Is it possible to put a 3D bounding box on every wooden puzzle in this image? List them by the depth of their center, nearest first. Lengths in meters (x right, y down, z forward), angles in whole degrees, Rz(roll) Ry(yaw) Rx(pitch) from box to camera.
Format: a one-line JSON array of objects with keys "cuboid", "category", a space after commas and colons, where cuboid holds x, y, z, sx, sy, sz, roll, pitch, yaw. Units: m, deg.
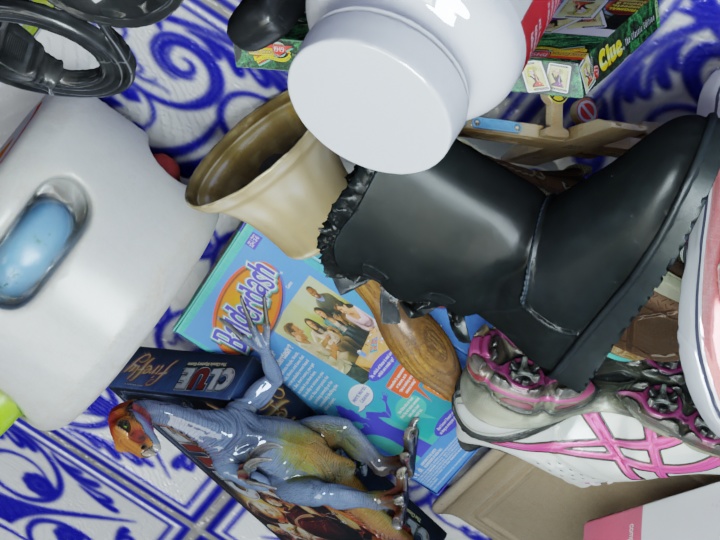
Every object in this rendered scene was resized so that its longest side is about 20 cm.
[{"cuboid": [0.168, 0.149, 1.857, 0.200, 0.037, 0.185, 29, 143, -10], "category": "wooden puzzle"}]

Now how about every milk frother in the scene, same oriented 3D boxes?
[{"cuboid": [-0.115, -0.198, 1.508, 0.199, 0.188, 0.181, -5, 131, 38], "category": "milk frother"}]

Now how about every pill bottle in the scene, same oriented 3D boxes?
[{"cuboid": [0.042, -0.145, 1.453, 0.112, 0.200, 0.112, 18, 143, 14], "category": "pill bottle"}]

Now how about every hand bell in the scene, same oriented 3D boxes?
[{"cuboid": [0.000, 0.000, 1.723, 0.104, 0.104, 0.200, -18, 119, 45], "category": "hand bell"}]

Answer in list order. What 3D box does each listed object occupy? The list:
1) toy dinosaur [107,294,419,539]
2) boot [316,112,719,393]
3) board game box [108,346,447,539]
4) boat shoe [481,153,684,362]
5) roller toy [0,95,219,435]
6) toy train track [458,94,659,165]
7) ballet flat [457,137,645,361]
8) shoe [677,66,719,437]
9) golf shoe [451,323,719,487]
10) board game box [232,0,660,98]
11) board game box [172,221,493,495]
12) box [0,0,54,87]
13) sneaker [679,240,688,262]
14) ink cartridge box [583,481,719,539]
[{"cuboid": [-0.060, 0.120, 1.803, 0.181, 0.105, 0.200, 5, 134, 6], "category": "toy dinosaur"}, {"cuboid": [0.078, -0.035, 1.507, 0.162, 0.073, 0.199, 29, 133, -1], "category": "boot"}, {"cuboid": [-0.054, 0.122, 1.928, 0.135, 0.035, 0.200, 2, 145, 51], "category": "board game box"}, {"cuboid": [0.101, -0.024, 1.619, 0.202, 0.075, 0.075, 30, 141, -18], "category": "boat shoe"}, {"cuboid": [-0.184, -0.013, 1.779, 0.140, 0.200, 0.182, 37, 132, -9], "category": "roller toy"}, {"cuboid": [0.076, -0.085, 1.579, 0.199, 0.033, 0.115, 6, 170, -27], "category": "toy train track"}, {"cuboid": [0.099, -0.027, 1.683, 0.200, 0.068, 0.072, 37, 123, -3], "category": "ballet flat"}, {"cuboid": [0.213, -0.004, 1.498, 0.091, 0.071, 0.201, 13, 105, 60], "category": "shoe"}, {"cuboid": [0.152, 0.088, 1.739, 0.199, 0.073, 0.092, 14, 134, -1], "category": "golf shoe"}, {"cuboid": [0.044, -0.125, 1.557, 0.199, 0.105, 0.024, 7, 120, 26], "category": "board game box"}, {"cuboid": [-0.001, 0.041, 1.832, 0.200, 0.045, 0.152, 32, 144, -4], "category": "board game box"}, {"cuboid": [-0.270, -0.175, 1.701, 0.199, 0.117, 0.060, 11, 140, 23], "category": "box"}, {"cuboid": [0.216, 0.005, 1.588, 0.200, 0.075, 0.081, 42, 142, -16], "category": "sneaker"}, {"cuboid": [0.250, 0.181, 1.742, 0.200, 0.083, 0.146, -21, 142, 36], "category": "ink cartridge box"}]
